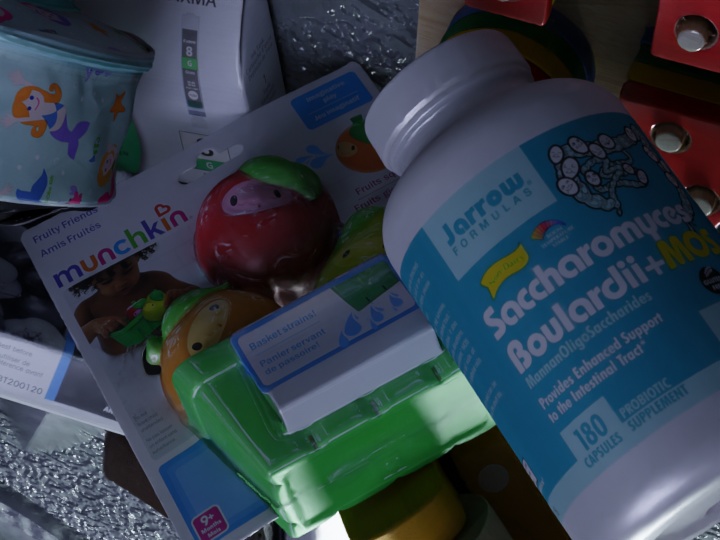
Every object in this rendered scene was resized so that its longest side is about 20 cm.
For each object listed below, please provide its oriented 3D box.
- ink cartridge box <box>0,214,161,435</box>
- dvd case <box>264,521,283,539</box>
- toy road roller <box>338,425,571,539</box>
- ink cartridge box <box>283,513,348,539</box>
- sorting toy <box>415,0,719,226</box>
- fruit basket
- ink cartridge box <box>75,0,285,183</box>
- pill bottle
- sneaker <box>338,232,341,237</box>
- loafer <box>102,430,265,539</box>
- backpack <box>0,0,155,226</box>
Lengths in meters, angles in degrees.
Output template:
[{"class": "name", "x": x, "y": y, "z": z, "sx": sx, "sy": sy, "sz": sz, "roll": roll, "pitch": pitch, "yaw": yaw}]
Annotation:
[{"class": "ink cartridge box", "x": -0.164, "y": -0.013, "z": 0.871, "sx": 0.198, "sy": 0.200, "sz": 0.043, "roll": 19, "pitch": 122, "yaw": -14}, {"class": "dvd case", "x": -0.077, "y": 0.113, "z": 1.048, "sx": 0.018, "sy": 0.143, "sz": 0.200, "roll": -16, "pitch": 142, "yaw": -15}, {"class": "toy road roller", "x": 0.072, "y": 0.110, "z": 0.817, "sx": 0.146, "sy": 0.200, "sz": 0.123, "roll": -33, "pitch": 106, "yaw": 4}, {"class": "ink cartridge box", "x": -0.020, "y": 0.129, "z": 1.025, "sx": 0.067, "sy": 0.116, "sz": 0.200, "roll": -16, "pitch": 143, "yaw": -16}, {"class": "sorting toy", "x": 0.114, "y": -0.099, "z": 0.727, "sx": 0.200, "sy": 0.070, "sz": 0.199, "roll": 17, "pitch": 141, "yaw": 12}, {"class": "fruit basket", "x": -0.035, "y": 0.006, "z": 0.774, "sx": 0.200, "sy": 0.185, "sz": 0.094, "roll": 58, "pitch": 170, "yaw": 28}, {"class": "ink cartridge box", "x": -0.125, "y": -0.131, "z": 0.847, "sx": 0.161, "sy": 0.050, "sz": 0.200, "roll": 11, "pitch": 142, "yaw": 19}, {"class": "pill bottle", "x": 0.081, "y": 0.005, "z": 0.668, "sx": 0.200, "sy": 0.111, "sz": 0.111, "roll": 56, "pitch": 148, "yaw": 20}, {"class": "sneaker", "x": 0.000, "y": 0.000, "z": 0.883, "sx": 0.200, "sy": 0.074, "sz": 0.082, "roll": 3, "pitch": 101, "yaw": 42}, {"class": "loafer", "x": -0.105, "y": 0.113, "z": 0.975, "sx": 0.200, "sy": 0.071, "sz": 0.073, "roll": -130, "pitch": 28, "yaw": -54}, {"class": "backpack", "x": -0.192, "y": -0.100, "z": 0.768, "sx": 0.200, "sy": 0.178, "sz": 0.151, "roll": 24, "pitch": 98, "yaw": 13}]
